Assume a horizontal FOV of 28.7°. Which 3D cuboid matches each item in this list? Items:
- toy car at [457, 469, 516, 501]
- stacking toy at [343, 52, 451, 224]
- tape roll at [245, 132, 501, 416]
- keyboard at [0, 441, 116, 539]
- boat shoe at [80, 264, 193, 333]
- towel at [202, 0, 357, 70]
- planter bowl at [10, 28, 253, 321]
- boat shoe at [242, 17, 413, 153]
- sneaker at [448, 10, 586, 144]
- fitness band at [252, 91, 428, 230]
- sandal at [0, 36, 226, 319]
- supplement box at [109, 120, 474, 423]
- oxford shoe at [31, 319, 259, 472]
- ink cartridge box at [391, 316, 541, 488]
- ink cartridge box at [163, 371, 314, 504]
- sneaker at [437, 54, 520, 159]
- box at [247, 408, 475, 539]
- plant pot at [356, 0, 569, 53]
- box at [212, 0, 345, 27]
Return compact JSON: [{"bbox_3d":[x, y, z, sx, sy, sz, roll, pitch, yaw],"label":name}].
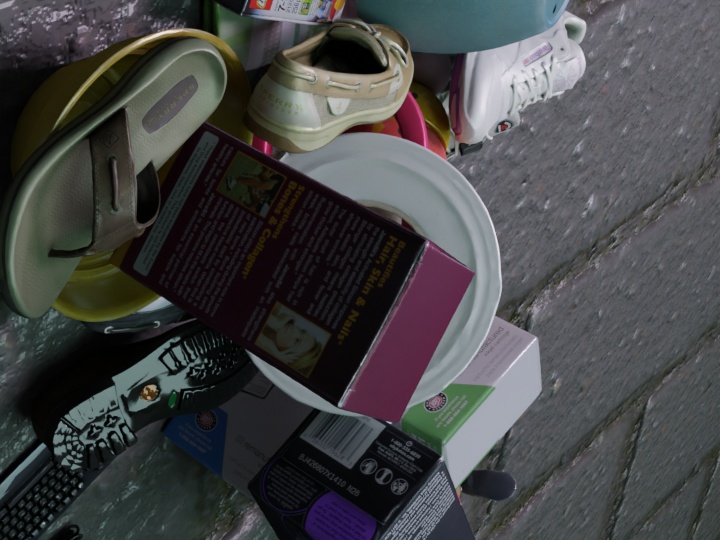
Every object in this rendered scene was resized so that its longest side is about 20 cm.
[{"bbox_3d":[0.043,0.194,1.365,0.164,0.199,0.159,-46,148,-25],"label":"toy car"},{"bbox_3d":[0.027,-0.111,1.190,0.146,0.145,0.202,56,47,-58],"label":"stacking toy"},{"bbox_3d":[0.000,0.000,1.019,0.204,0.201,0.071,-63,-176,4],"label":"tape roll"},{"bbox_3d":[-0.261,0.207,1.077,0.200,0.020,0.128,-46,148,-24],"label":"keyboard"},{"bbox_3d":[-0.140,0.012,1.060,0.066,0.070,0.200,-43,170,26],"label":"boat shoe"},{"bbox_3d":[-0.039,-0.226,1.044,0.199,0.031,0.151,-30,137,-43],"label":"towel"},{"bbox_3d":[-0.166,-0.075,0.916,0.200,0.083,0.202,-39,145,-35],"label":"planter bowl"},{"bbox_3d":[-0.012,-0.143,0.982,0.200,0.073,0.064,-35,153,-53],"label":"boat shoe"},{"bbox_3d":[0.136,-0.174,1.194,0.075,0.099,0.201,95,19,-45],"label":"sneaker"},{"bbox_3d":[-0.018,-0.062,1.078,0.037,0.142,0.203,27,64,-87],"label":"fitness band"},{"bbox_3d":[-0.141,-0.057,0.826,0.202,0.057,0.080,-52,150,-16],"label":"sandal"},{"bbox_3d":[-0.044,-0.002,0.882,0.111,0.199,0.086,-61,151,1],"label":"supplement box"},{"bbox_3d":[-0.158,0.073,1.058,0.199,0.084,0.073,-22,118,-29],"label":"oxford shoe"},{"bbox_3d":[0.043,0.090,1.277,0.146,0.199,0.085,-44,144,-29],"label":"ink cartridge box"},{"bbox_3d":[-0.048,0.098,1.190,0.201,0.146,0.086,-58,149,-6],"label":"ink cartridge box"},{"bbox_3d":[0.094,-0.142,1.273,0.201,0.088,0.074,-51,151,-14],"label":"sneaker"},{"bbox_3d":[0.012,0.207,1.103,0.106,0.122,0.201,-47,144,-21],"label":"box"},{"bbox_3d":[0.100,-0.253,1.088,0.201,0.134,0.201,-57,160,-34],"label":"plant pot"},{"bbox_3d":[-0.028,-0.270,0.964,0.110,0.035,0.202,-7,123,-53],"label":"box"}]
